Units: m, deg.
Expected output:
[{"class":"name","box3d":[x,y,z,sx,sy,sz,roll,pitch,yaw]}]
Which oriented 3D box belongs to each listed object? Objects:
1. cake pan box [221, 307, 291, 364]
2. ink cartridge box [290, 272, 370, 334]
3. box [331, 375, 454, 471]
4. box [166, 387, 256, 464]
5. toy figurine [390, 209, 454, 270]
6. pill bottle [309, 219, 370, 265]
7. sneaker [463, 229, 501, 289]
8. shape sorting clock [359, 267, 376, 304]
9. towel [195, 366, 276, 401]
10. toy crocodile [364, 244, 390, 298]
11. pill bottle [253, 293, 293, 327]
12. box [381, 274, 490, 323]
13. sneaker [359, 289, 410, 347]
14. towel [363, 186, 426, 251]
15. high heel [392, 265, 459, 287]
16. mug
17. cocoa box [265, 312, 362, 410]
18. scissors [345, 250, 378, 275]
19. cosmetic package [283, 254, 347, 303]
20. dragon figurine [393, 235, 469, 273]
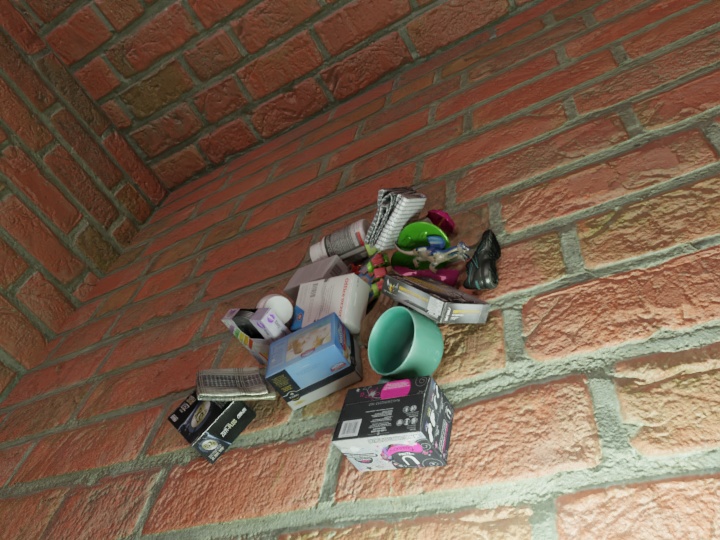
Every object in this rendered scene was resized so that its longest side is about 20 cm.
[{"class":"cake pan box","box3d":[-0.261,0.180,1.539,0.183,0.200,0.052,-4,40,40]},{"class":"ink cartridge box","box3d":[-0.083,0.101,1.549,0.199,0.086,0.147,-10,57,35]},{"class":"box","box3d":[0.067,0.304,1.102,0.199,0.115,0.133,-17,34,31]},{"class":"box","box3d":[-0.394,0.384,1.489,0.164,0.086,0.200,-47,31,-20]},{"class":"toy figurine","box3d":[0.190,-0.090,1.587,0.200,0.150,0.184,-44,4,39]},{"class":"pill bottle","box3d":[-0.053,-0.074,1.789,0.199,0.114,0.114,-22,31,20]},{"class":"sneaker","box3d":[0.298,-0.029,1.398,0.079,0.076,0.201,-18,32,31]},{"class":"shape sorting clock","box3d":[-0.019,0.056,1.636,0.199,0.039,0.200,-26,30,16]},{"class":"towel","box3d":[-0.321,0.289,1.457,0.199,0.035,0.192,3,6,-16]},{"class":"toy crocodile","box3d":[0.055,0.007,1.545,0.067,0.062,0.201,-15,66,1]},{"class":"pill bottle","box3d":[-0.253,0.128,1.626,0.111,0.111,0.200,-47,4,-21]},{"class":"box","box3d":[0.169,0.063,1.288,0.200,0.158,0.049,27,107,48]},{"class":"sneaker","box3d":[0.081,0.111,1.428,0.070,0.108,0.201,42,111,42]},{"class":"towel","box3d":[0.091,-0.143,1.543,0.200,0.085,0.166,-19,-43,-63]},{"class":"high heel","box3d":[0.167,0.007,1.477,0.096,0.067,0.200,-50,36,-7]},{"class":"mug","box3d":[0.098,0.179,1.241,0.185,0.114,0.152,-54,36,19]},{"class":"cocoa box","box3d":[-0.114,0.222,1.391,0.199,0.132,0.134,-27,30,14]},{"class":"scissors","box3d":[0.000,0.000,1.563,0.200,0.014,0.074,-24,51,60]},{"class":"cosmetic package","box3d":[-0.135,0.031,1.733,0.199,0.071,0.102,-17,32,45]},{"class":"dragon figurine","box3d":[0.185,-0.050,1.457,0.199,0.059,0.099,17,41,41]}]
